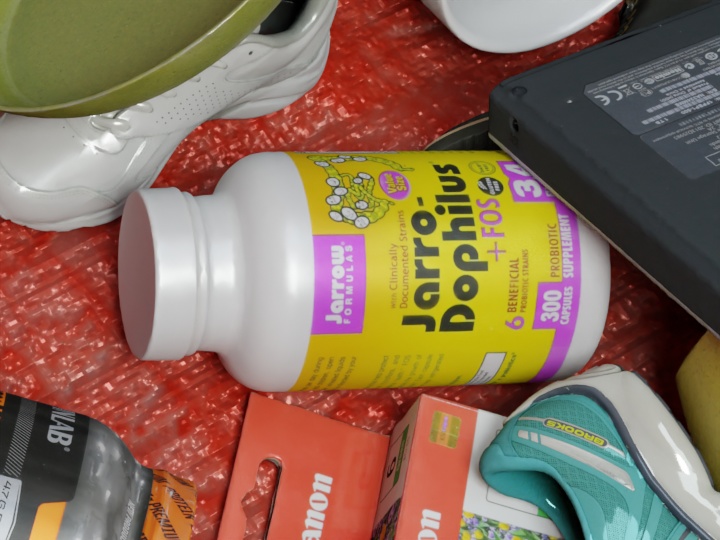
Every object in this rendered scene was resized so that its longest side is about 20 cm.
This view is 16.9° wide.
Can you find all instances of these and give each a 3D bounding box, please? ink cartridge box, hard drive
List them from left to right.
[{"bbox_3d":[0.043,0.117,1.036,0.200,0.050,0.109,17,60,-10],"label":"ink cartridge box"},{"bbox_3d":[0.166,-0.040,1.012,0.139,0.033,0.200,-22,43,-23],"label":"hard drive"}]

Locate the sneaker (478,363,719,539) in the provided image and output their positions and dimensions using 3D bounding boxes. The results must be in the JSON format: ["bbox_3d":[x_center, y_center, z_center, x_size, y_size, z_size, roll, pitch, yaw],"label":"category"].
[{"bbox_3d":[0.125,0.133,0.992,0.080,0.078,0.200,-30,66,-20],"label":"sneaker"}]

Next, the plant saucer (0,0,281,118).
[{"bbox_3d":[-0.091,-0.135,1.045,0.031,0.200,0.200,52,48,-40],"label":"plant saucer"}]

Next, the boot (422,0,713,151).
[{"bbox_3d":[0.120,-0.090,1.170,0.200,0.078,0.138,-10,40,-3],"label":"boot"}]

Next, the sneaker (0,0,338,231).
[{"bbox_3d":[-0.089,-0.094,1.076,0.200,0.099,0.078,-37,79,-29],"label":"sneaker"}]

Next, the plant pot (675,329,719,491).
[{"bbox_3d":[0.221,0.058,1.040,0.142,0.200,0.200,45,60,12],"label":"plant pot"}]

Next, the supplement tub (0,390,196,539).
[{"bbox_3d":[-0.171,0.100,0.938,0.200,0.123,0.123,16,60,-9],"label":"supplement tub"}]

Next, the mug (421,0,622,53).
[{"bbox_3d":[0.030,-0.206,1.139,0.200,0.148,0.175,-19,52,-28],"label":"mug"}]

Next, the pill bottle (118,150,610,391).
[{"bbox_3d":[0.000,0.000,1.053,0.200,0.104,0.104,-2,64,-18],"label":"pill bottle"}]
